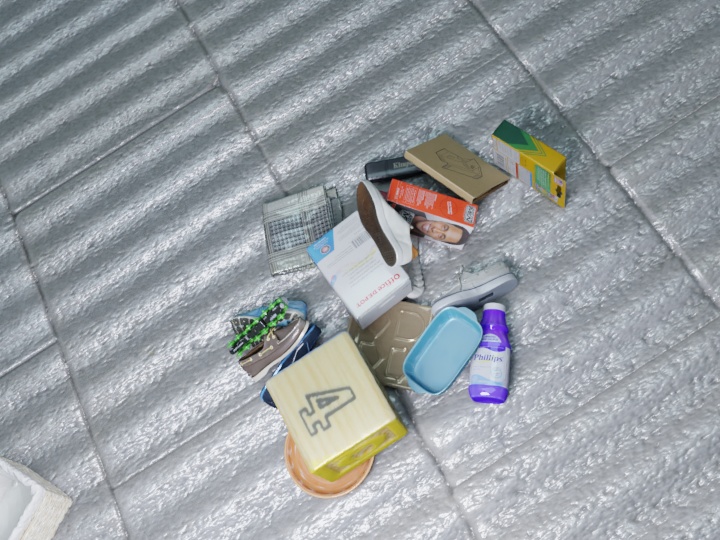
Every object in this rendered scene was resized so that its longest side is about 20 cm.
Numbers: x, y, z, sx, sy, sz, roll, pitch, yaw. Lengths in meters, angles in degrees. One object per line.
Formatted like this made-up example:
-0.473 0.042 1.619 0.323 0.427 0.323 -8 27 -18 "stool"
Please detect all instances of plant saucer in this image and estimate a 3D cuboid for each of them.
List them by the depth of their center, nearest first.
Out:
-0.062 0.372 1.684 0.195 0.038 0.205 -5 66 12 "plant saucer"

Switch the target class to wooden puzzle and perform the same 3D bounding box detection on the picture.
0.065 0.158 1.740 0.195 0.046 0.189 11 71 13 "wooden puzzle"

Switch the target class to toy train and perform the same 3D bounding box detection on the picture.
-0.218 0.121 1.739 0.042 0.056 0.199 46 123 -4 "toy train"

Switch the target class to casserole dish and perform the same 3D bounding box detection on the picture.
0.173 0.169 1.655 0.120 0.039 0.201 33 83 36 "casserole dish"

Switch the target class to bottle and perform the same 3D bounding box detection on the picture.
0.270 0.170 1.669 0.082 0.065 0.205 2 68 18 "bottle"

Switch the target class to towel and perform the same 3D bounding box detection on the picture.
-0.133 -0.096 1.897 0.195 0.035 0.197 -14 65 8 "towel"

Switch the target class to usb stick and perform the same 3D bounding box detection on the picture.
0.105 -0.244 1.899 0.195 0.033 0.057 -9 59 10 "usb stick"

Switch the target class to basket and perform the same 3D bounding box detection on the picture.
-0.760 0.521 1.728 0.197 0.161 0.201 22 74 22 "basket"

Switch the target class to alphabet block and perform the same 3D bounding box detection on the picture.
-0.043 0.271 1.589 0.194 0.196 0.202 -32 69 1 "alphabet block"

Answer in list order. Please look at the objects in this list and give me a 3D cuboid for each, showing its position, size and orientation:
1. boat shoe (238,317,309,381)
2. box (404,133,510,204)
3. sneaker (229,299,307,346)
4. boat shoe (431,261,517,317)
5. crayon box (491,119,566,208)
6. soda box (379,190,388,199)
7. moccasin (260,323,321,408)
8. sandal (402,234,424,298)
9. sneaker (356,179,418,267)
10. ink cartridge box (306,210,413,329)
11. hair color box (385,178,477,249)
-0.188 0.161 1.740 0.059 0.072 0.200 41 120 -12 "boat shoe"
0.219 -0.233 1.820 0.199 0.022 0.162 38 42 23 "box"
-0.201 0.111 1.817 0.196 0.080 0.090 -9 27 23 "sneaker"
0.231 0.030 1.730 0.198 0.075 0.087 -24 56 -5 "boat shoe"
0.383 -0.233 1.774 0.199 0.126 0.052 39 80 24 "crayon box"
0.025 -0.079 1.835 0.069 0.064 0.204 15 72 19 "soda box"
-0.140 0.210 1.757 0.068 0.081 0.202 35 98 -3 "moccasin"
0.090 -0.031 1.803 0.050 0.081 0.207 -35 54 46 "sandal"
0.057 -0.101 1.697 0.083 0.073 0.203 -13 70 -34 "sneaker"
0.000 0.000 1.727 0.143 0.085 0.201 -35 67 -5 "ink cartridge box"
0.147 -0.121 1.763 0.195 0.102 0.062 16 61 -2 "hair color box"
